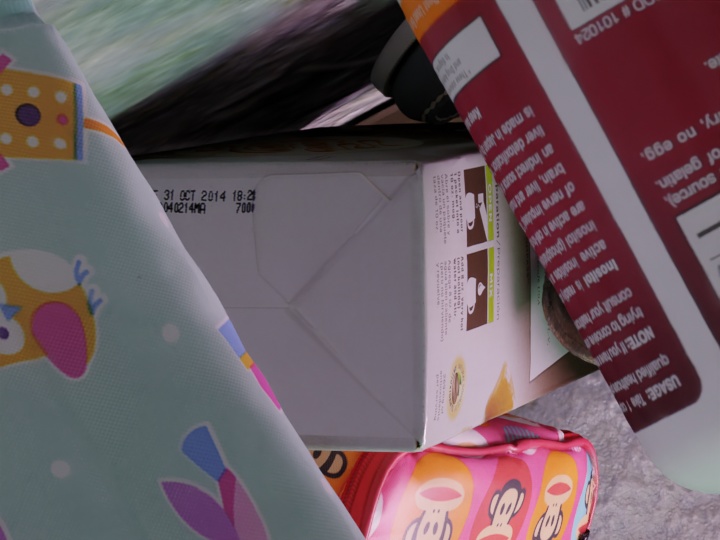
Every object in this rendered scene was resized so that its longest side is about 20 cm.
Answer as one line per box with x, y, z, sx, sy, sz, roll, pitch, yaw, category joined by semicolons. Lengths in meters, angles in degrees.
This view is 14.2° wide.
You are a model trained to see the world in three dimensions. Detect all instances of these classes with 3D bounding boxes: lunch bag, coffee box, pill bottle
-0.100;0.061;0.605;0.122;0.170;0.200;-26;172;-33;lunch bag
0.000;0.000;0.851;0.114;0.080;0.200;1;-174;22;coffee box
0.098;-0.019;0.712;0.113;0.200;0.113;-28;175;-2;pill bottle
-0.001;0.128;0.984;0.200;0.082;0.176;8;100;-63;lunch bag

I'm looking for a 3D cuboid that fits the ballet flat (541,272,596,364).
0.120;-0.020;0.885;0.200;0.068;0.067;-44;157;-33;ballet flat

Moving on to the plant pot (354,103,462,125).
0.030;-0.008;1.092;0.201;0.093;0.201;-27;176;-2;plant pot

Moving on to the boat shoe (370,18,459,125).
0.090;-0.084;0.805;0.200;0.062;0.073;-31;174;26;boat shoe
